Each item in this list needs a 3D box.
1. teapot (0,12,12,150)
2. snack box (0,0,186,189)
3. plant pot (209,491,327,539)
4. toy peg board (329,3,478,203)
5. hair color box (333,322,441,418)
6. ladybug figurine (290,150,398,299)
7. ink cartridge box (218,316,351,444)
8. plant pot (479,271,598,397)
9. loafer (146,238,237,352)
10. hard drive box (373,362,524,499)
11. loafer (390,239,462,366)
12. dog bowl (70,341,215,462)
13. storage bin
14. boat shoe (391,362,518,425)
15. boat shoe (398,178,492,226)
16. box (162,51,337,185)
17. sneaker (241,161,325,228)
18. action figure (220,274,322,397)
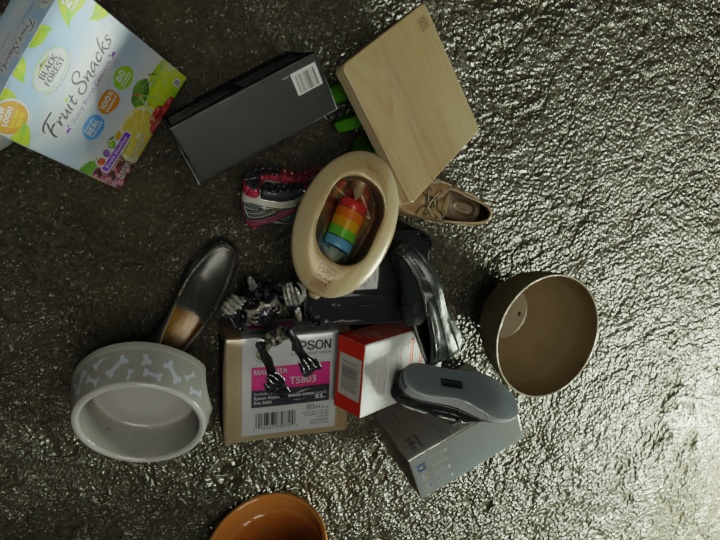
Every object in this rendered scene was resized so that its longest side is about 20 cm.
[{"bbox_3d":[-0.455,-0.217,0.640,0.196,0.146,0.202,-38,112,-8],"label":"teapot"},{"bbox_3d":[-0.316,-0.208,0.675,0.171,0.067,0.199,-58,157,2],"label":"snack box"},{"bbox_3d":[-0.134,0.478,0.926,0.195,0.201,0.143,-22,128,-13],"label":"plant pot"},{"bbox_3d":[0.050,-0.233,0.855,0.200,0.096,0.203,-47,118,-32],"label":"toy peg board"},{"bbox_3d":[0.049,0.141,0.924,0.197,0.063,0.115,-8,108,-45],"label":"hair color box"},{"bbox_3d":[-0.026,-0.058,0.783,0.134,0.072,0.204,30,81,-18],"label":"ladybug figurine"},{"bbox_3d":[-0.115,0.162,0.904,0.194,0.075,0.170,-3,106,-19],"label":"ink cartridge box"},{"bbox_3d":[0.277,0.089,0.999,0.194,0.134,0.207,-6,106,-20],"label":"plant pot"},{"bbox_3d":[-0.231,0.051,0.832,0.072,0.072,0.204,28,92,-23],"label":"loafer"},{"bbox_3d":[0.142,0.256,0.980,0.196,0.156,0.079,-26,112,-11],"label":"hard drive box"},{"bbox_3d":[0.087,0.052,0.853,0.070,0.068,0.204,-34,116,-17],"label":"loafer"},{"bbox_3d":[-0.294,0.186,0.802,0.193,0.060,0.204,-5,132,-6],"label":"dog bowl"},{"bbox_3d":[0.000,0.000,0.896,0.194,0.094,0.140,-1,104,-21],"label":"storage bin"},{"bbox_3d":[0.141,0.196,0.889,0.194,0.075,0.069,12,136,-18],"label":"boat shoe"},{"bbox_3d":[0.116,-0.112,0.925,0.194,0.064,0.074,7,102,-22],"label":"boat shoe"},{"bbox_3d":[-0.146,-0.202,0.760,0.197,0.141,0.080,-31,120,-10],"label":"box"},{"bbox_3d":[-0.076,-0.103,0.857,0.194,0.082,0.076,0,132,-20],"label":"sneaker"},{"bbox_3d":[-0.124,0.061,0.802,0.116,0.202,0.104,-21,143,-18],"label":"action figure"}]
